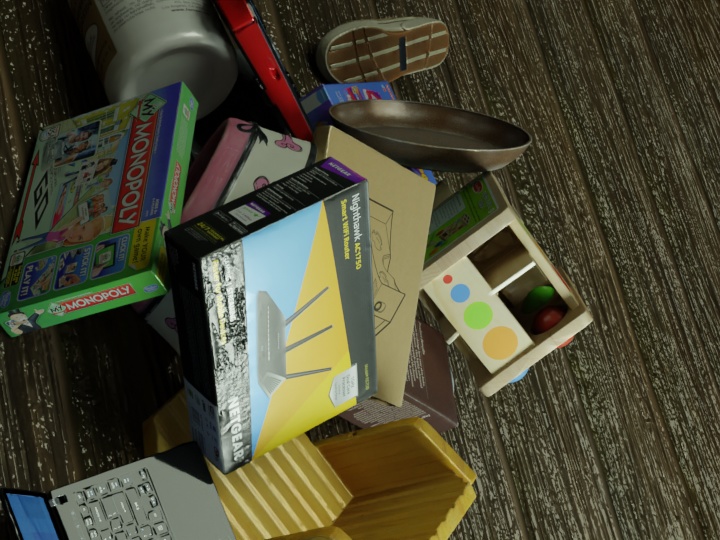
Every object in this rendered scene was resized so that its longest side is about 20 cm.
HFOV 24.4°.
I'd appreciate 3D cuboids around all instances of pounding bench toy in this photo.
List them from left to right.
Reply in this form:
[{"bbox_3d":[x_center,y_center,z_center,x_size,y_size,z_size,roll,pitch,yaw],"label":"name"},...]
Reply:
[{"bbox_3d":[0.121,0.004,1.601,0.156,0.124,0.200,51,9,-19],"label":"pounding bench toy"}]

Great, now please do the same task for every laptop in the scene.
[{"bbox_3d":[-0.144,0.213,1.138,0.199,0.103,0.178,-16,78,-36],"label":"laptop"}]

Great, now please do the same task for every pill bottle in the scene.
[{"bbox_3d":[-0.188,-0.227,1.421,0.114,0.114,0.201,19,37,-49],"label":"pill bottle"}]

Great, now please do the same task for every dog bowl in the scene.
[{"bbox_3d":[-0.117,-0.033,1.318,0.074,0.200,0.201,31,38,-12],"label":"dog bowl"}]

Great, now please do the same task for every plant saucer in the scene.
[{"bbox_3d":[0.066,-0.129,1.616,0.200,0.199,0.032,-25,126,-59],"label":"plant saucer"}]

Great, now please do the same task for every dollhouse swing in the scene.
[{"bbox_3d":[-0.038,0.149,1.312,0.200,0.181,0.177,-41,111,-59],"label":"dollhouse swing"}]

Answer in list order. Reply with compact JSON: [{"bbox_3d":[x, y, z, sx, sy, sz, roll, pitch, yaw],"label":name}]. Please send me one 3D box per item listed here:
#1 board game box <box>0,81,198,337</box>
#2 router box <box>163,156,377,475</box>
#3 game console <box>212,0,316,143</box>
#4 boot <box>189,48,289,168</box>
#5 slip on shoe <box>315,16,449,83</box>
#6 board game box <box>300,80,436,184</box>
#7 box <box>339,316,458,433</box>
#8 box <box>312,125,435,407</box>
[{"bbox_3d":[-0.196,-0.049,1.255,0.201,0.134,0.029,-87,153,-43],"label":"board game box"},{"bbox_3d":[-0.061,0.033,1.222,0.149,0.201,0.051,-27,43,-29],"label":"router box"},{"bbox_3d":[-0.078,-0.181,1.435,0.177,0.031,0.200,58,3,-20],"label":"game console"},{"bbox_3d":[-0.103,-0.098,1.515,0.165,0.065,0.200,54,27,-14],"label":"boot"},{"bbox_3d":[0.014,-0.243,1.810,0.200,0.060,0.076,-22,119,-44],"label":"slip on shoe"},{"bbox_3d":[0.021,-0.095,1.706,0.134,0.045,0.201,-13,75,-58],"label":"board game box"},{"bbox_3d":[0.003,0.076,1.491,0.200,0.075,0.101,33,40,-45],"label":"box"},{"bbox_3d":[0.000,0.000,1.386,0.163,0.021,0.201,24,70,-51],"label":"box"}]
